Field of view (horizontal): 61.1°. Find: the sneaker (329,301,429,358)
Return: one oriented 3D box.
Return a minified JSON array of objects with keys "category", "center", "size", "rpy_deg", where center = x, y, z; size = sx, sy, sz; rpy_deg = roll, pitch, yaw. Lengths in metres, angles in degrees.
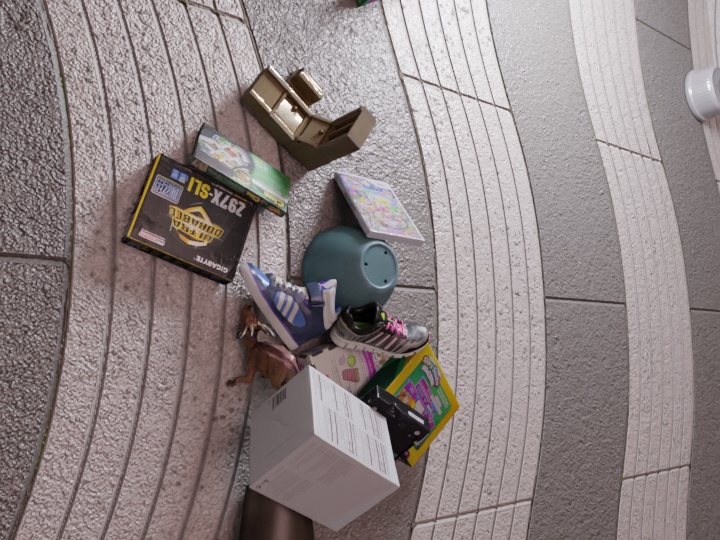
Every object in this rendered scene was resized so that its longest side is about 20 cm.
[{"category":"sneaker","center":[0.043,0.109,1.168],"size":[0.196,0.088,0.074],"rpy_deg":[7,42,-9]}]

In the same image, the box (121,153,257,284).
[{"category":"box","center":[-0.296,-0.087,1.075],"size":[0.198,0.049,0.162],"rpy_deg":[26,66,-30]}]

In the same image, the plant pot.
[{"category":"plant pot","center":[0.000,0.000,1.221],"size":[0.197,0.134,0.204],"rpy_deg":[7,78,-34]}]

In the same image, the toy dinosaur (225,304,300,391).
[{"category":"toy dinosaur","center":[-0.156,0.155,1.076],"size":[0.086,0.197,0.138],"rpy_deg":[-36,146,-59]}]

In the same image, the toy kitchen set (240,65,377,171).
[{"category":"toy kitchen set","center":[-0.084,-0.339,1.186],"size":[0.200,0.179,0.165],"rpy_deg":[44,59,-27]}]

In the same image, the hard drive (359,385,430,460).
[{"category":"hard drive","center":[0.017,0.316,1.154],"size":[0.139,0.200,0.038],"rpy_deg":[35,24,-21]}]

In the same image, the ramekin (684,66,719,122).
[{"category":"ramekin","center":[1.327,-0.678,2.318],"size":[0.199,0.094,0.207],"rpy_deg":[7,78,-34]}]

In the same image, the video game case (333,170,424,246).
[{"category":"video game case","center":[0.037,-0.130,1.265],"size":[0.141,0.018,0.201],"rpy_deg":[8,39,-34]}]

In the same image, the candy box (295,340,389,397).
[{"category":"candy box","center":[-0.021,0.202,1.218],"size":[0.198,0.061,0.139],"rpy_deg":[-17,95,-37]}]

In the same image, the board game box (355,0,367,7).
[{"category":"board game box","center":[0.095,-0.678,1.389],"size":[0.199,0.152,0.041],"rpy_deg":[-36,104,-33]}]

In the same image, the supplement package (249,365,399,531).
[{"category":"supplement package","center":[-0.063,0.298,1.016],"size":[0.199,0.151,0.152],"rpy_deg":[39,21,-29]}]

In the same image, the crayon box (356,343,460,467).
[{"category":"crayon box","center":[0.103,0.265,1.240],"size":[0.173,0.058,0.202],"rpy_deg":[-45,124,-25]}]

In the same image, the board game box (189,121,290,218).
[{"category":"board game box","center":[-0.219,-0.185,1.135],"size":[0.198,0.023,0.106],"rpy_deg":[31,37,-27]}]

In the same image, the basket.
[{"category":"basket","center":[-0.143,0.473,1.046],"size":[0.179,0.134,0.204],"rpy_deg":[15,69,-47]}]

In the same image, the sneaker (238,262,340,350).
[{"category":"sneaker","center":[-0.120,0.037,1.133],"size":[0.145,0.081,0.202],"rpy_deg":[-34,113,-8]}]
